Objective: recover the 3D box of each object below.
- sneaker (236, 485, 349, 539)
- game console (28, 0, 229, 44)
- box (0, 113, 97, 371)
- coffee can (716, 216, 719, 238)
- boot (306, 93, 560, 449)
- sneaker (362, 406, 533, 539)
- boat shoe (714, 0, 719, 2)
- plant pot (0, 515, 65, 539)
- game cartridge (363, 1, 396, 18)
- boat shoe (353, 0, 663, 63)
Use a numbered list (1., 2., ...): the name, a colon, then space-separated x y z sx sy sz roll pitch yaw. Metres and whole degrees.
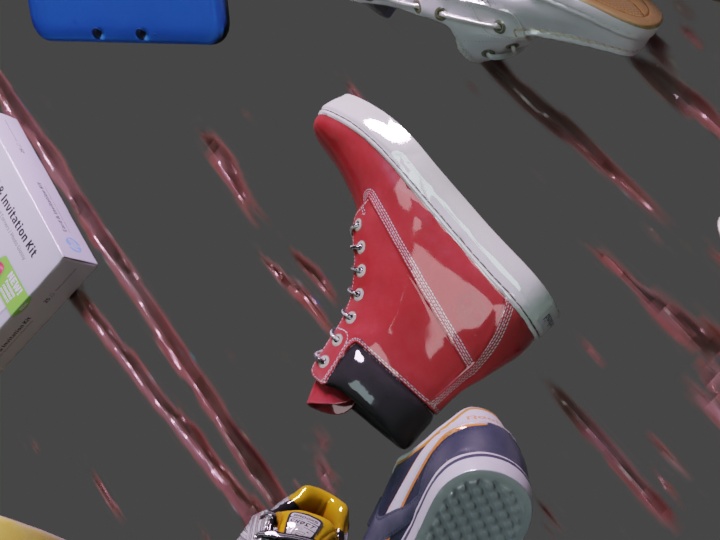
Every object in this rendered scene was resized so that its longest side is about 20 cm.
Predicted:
1. sneaker: -0.053 0.170 0.705 0.077 0.200 0.083 26 102 4
2. game console: -0.157 -0.270 0.961 0.198 0.119 0.172 8 54 32
3. box: -0.303 0.004 0.987 0.200 0.041 0.157 -43 62 16
4. coffee can: 0.280 -0.018 0.565 0.199 0.146 0.147 -36 64 21
5. boot: 0.000 0.000 0.759 0.144 0.072 0.200 -39 64 -2
6. sneaker: 0.035 0.166 0.728 0.201 0.078 0.080 -59 13 25
7. boat shoe: 0.171 -0.202 0.715 0.199 0.070 0.071 28 95 31
8. plant pot: -0.268 0.255 0.837 0.199 0.201 0.191 3 66 32
9. game cartridge: 0.029 -0.280 0.840 0.130 0.038 0.201 43 104 34
10. boat shoe: 0.080 -0.157 0.768 0.198 0.071 0.070 25 119 23
